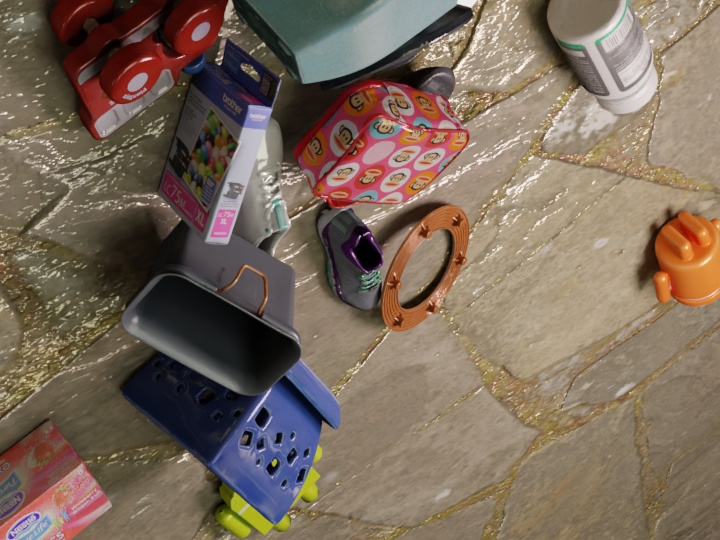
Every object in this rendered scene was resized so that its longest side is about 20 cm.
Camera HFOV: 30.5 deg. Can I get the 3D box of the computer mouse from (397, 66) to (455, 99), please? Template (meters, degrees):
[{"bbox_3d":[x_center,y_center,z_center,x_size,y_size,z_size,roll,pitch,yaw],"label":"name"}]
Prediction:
[{"bbox_3d":[0.025,-0.197,1.684,0.140,0.046,0.201,13,122,-52],"label":"computer mouse"}]

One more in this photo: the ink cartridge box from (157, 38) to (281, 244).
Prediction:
[{"bbox_3d":[-0.161,-0.147,1.481,0.042,0.119,0.202,3,118,-42],"label":"ink cartridge box"}]

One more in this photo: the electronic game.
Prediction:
[{"bbox_3d":[0.041,-0.260,1.547,0.199,0.199,0.042,-32,102,-21],"label":"electronic game"}]

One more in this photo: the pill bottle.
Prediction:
[{"bbox_3d":[0.342,-0.312,1.841,0.113,0.113,0.200,-48,141,-3],"label":"pill bottle"}]

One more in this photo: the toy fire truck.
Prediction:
[{"bbox_3d":[-0.222,-0.237,1.383,0.199,0.112,0.168,-39,164,-12],"label":"toy fire truck"}]

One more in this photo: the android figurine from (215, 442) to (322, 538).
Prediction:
[{"bbox_3d":[-0.134,0.310,1.925,0.182,0.041,0.200,-46,141,-5],"label":"android figurine"}]

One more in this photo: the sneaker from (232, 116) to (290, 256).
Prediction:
[{"bbox_3d":[-0.113,-0.087,1.599,0.074,0.088,0.202,-15,129,-33],"label":"sneaker"}]

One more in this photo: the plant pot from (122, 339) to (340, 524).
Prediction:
[{"bbox_3d":[-0.152,0.173,1.688,0.180,0.199,0.200,-51,141,-10],"label":"plant pot"}]

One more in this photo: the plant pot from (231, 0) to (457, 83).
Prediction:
[{"bbox_3d":[-0.031,-0.312,1.373,0.200,0.197,0.196,-42,173,-5],"label":"plant pot"}]

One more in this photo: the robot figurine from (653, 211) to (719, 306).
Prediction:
[{"bbox_3d":[0.579,-0.016,2.294,0.201,0.115,0.145,59,44,-50],"label":"robot figurine"}]

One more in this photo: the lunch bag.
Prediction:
[{"bbox_3d":[0.021,-0.143,1.617,0.198,0.083,0.176,4,138,-49],"label":"lunch bag"}]

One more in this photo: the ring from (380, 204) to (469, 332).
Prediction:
[{"bbox_3d":[0.098,0.001,1.893,0.200,0.019,0.202,-39,146,-33],"label":"ring"}]

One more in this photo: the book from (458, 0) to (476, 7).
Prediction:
[{"bbox_3d":[0.149,-0.435,1.619,0.201,0.048,0.133,-51,135,1],"label":"book"}]

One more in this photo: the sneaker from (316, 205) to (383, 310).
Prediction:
[{"bbox_3d":[0.000,0.000,1.775,0.074,0.087,0.201,-38,139,-13],"label":"sneaker"}]

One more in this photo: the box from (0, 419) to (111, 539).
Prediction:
[{"bbox_3d":[-0.417,0.293,1.598,0.199,0.094,0.103,-37,138,-16],"label":"box"}]

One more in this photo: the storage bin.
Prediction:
[{"bbox_3d":[-0.160,0.024,1.545,0.198,0.136,0.145,30,130,-22],"label":"storage bin"}]
